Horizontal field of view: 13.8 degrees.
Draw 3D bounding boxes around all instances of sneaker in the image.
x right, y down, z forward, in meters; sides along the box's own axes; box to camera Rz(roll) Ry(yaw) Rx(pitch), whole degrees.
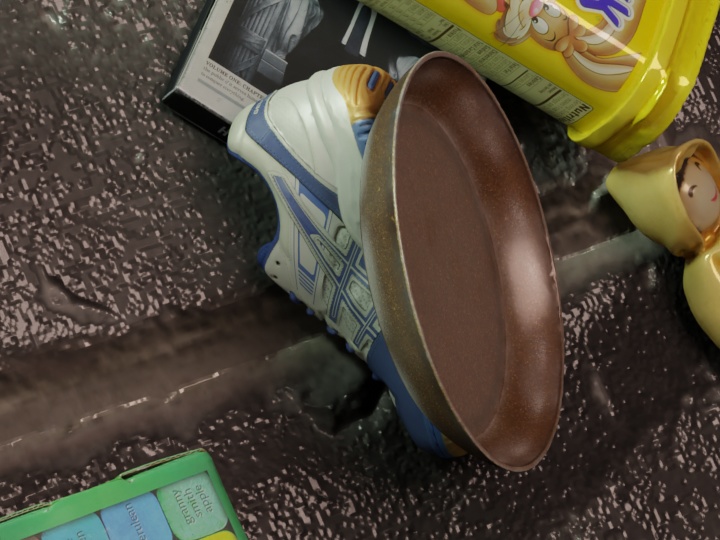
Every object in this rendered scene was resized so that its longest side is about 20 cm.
[{"bbox_3d":[0.000,0.000,1.443,0.075,0.088,0.200,-46,120,-65],"label":"sneaker"}]

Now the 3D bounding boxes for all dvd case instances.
[{"bbox_3d":[-0.001,-0.127,1.511,0.150,0.025,0.200,31,60,-16],"label":"dvd case"}]

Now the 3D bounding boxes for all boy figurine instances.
[{"bbox_3d":[0.218,-0.006,1.566,0.200,0.064,0.124,39,60,-15],"label":"boy figurine"}]

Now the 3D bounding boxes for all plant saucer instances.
[{"bbox_3d":[0.045,-0.002,1.398,0.200,0.032,0.201,-11,90,-67],"label":"plant saucer"}]

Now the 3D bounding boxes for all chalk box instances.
[{"bbox_3d":[-0.109,0.159,1.232,0.124,0.200,0.125,-18,81,-33],"label":"chalk box"}]

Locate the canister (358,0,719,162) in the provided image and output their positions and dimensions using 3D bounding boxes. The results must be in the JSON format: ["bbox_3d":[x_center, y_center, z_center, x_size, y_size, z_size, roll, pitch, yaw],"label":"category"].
[{"bbox_3d":[0.079,-0.165,1.507,0.200,0.087,0.149,29,59,-16],"label":"canister"}]
